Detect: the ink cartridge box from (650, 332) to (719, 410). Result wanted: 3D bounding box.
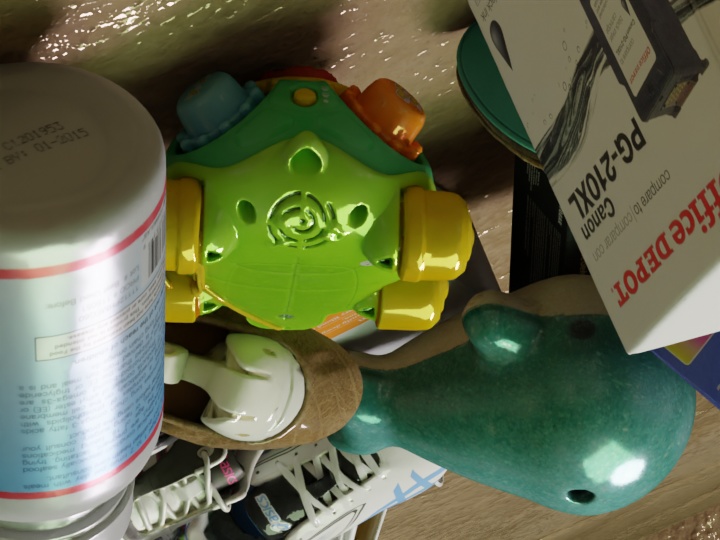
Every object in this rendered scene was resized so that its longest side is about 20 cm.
[{"bbox_3d":[0.216,-0.010,1.121,0.137,0.076,0.200,-55,173,24],"label":"ink cartridge box"}]

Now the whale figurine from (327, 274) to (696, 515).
[{"bbox_3d":[0.074,0.076,1.179,0.198,0.104,0.160,-6,145,6],"label":"whale figurine"}]

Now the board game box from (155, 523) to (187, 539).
[{"bbox_3d":[-0.210,0.167,1.338,0.199,0.062,0.200,15,145,-28],"label":"board game box"}]

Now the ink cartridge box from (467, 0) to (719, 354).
[{"bbox_3d":[0.117,-0.090,0.835,0.084,0.201,0.145,-17,163,-22],"label":"ink cartridge box"}]

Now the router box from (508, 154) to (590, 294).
[{"bbox_3d":[0.157,-0.029,1.232,0.156,0.052,0.201,-29,149,-16],"label":"router box"}]

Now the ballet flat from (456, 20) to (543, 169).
[{"bbox_3d":[0.122,-0.059,0.991,0.072,0.199,0.068,35,83,-42],"label":"ballet flat"}]

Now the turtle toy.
[{"bbox_3d":[-0.031,-0.029,1.006,0.144,0.102,0.200,2,163,-6],"label":"turtle toy"}]

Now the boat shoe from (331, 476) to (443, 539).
[{"bbox_3d":[0.021,0.100,1.369,0.074,0.086,0.203,8,109,-62],"label":"boat shoe"}]

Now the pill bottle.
[{"bbox_3d":[-0.131,0.026,0.902,0.108,0.109,0.201,-17,136,-22],"label":"pill bottle"}]

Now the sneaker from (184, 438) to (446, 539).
[{"bbox_3d":[-0.019,0.121,1.310,0.199,0.072,0.072,-31,-174,33],"label":"sneaker"}]

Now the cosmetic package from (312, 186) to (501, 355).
[{"bbox_3d":[0.000,0.000,1.204,0.101,0.072,0.200,-27,165,13],"label":"cosmetic package"}]

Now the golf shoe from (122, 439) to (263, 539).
[{"bbox_3d":[-0.115,0.112,1.260,0.088,0.078,0.200,12,-134,38],"label":"golf shoe"}]

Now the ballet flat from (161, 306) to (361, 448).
[{"bbox_3d":[-0.087,0.042,1.056,0.199,0.068,0.072,19,-179,-16],"label":"ballet flat"}]

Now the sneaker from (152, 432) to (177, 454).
[{"bbox_3d":[-0.198,0.083,1.213,0.199,0.076,0.115,0,159,-32],"label":"sneaker"}]
